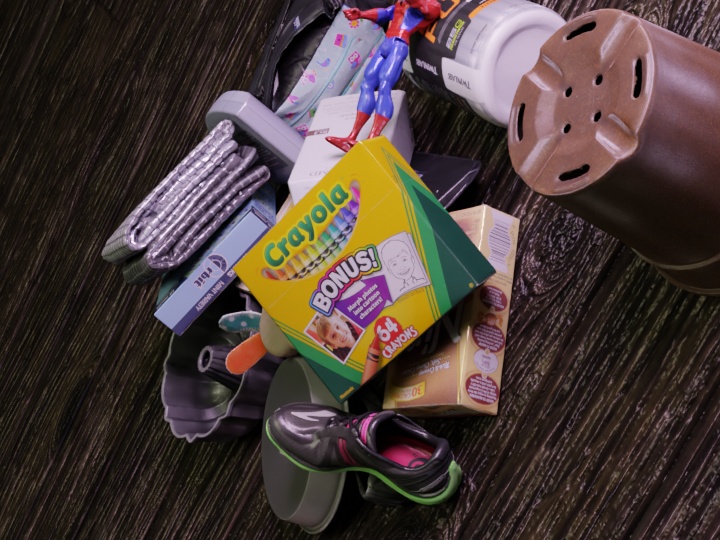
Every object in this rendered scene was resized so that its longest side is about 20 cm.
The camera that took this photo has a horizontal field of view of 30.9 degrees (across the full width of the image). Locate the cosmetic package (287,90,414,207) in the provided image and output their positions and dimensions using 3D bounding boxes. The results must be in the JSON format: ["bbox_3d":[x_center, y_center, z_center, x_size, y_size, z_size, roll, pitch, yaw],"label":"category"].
[{"bbox_3d":[-0.005,-0.114,1.366,0.101,0.074,0.200,-6,29,12],"label":"cosmetic package"}]

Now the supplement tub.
[{"bbox_3d":[0.117,-0.225,1.321,0.200,0.122,0.123,36,104,54],"label":"supplement tub"}]

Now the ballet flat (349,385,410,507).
[{"bbox_3d":[-0.001,0.169,1.353,0.067,0.057,0.200,-63,35,18],"label":"ballet flat"}]

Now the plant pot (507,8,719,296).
[{"bbox_3d":[0.236,-0.100,1.033,0.200,0.198,0.201,-27,54,46],"label":"plant pot"}]

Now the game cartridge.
[{"bbox_3d":[-0.122,-0.159,1.562,0.041,0.133,0.200,-57,14,-9],"label":"game cartridge"}]

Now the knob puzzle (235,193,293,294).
[{"bbox_3d":[-0.041,-0.042,1.479,0.219,0.030,0.220,-23,44,24],"label":"knob puzzle"}]

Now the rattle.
[{"bbox_3d":[-0.050,0.034,1.413,0.130,0.143,0.200,45,131,13],"label":"rattle"}]

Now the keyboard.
[{"bbox_3d":[0.043,-0.079,1.383,0.127,0.021,0.200,-42,21,-12],"label":"keyboard"}]

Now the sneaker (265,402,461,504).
[{"bbox_3d":[0.004,0.160,1.259,0.199,0.084,0.077,12,48,17],"label":"sneaker"}]

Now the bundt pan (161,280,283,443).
[{"bbox_3d":[-0.158,0.115,1.577,0.202,0.076,0.203,-27,54,45],"label":"bundt pan"}]

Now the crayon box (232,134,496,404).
[{"bbox_3d":[0.000,0.000,1.248,0.200,0.058,0.173,-43,84,29],"label":"crayon box"}]

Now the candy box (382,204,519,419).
[{"bbox_3d":[0.090,0.043,1.289,0.115,0.055,0.201,-11,64,51],"label":"candy box"}]

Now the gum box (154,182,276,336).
[{"bbox_3d":[-0.174,-0.027,1.582,0.170,0.045,0.200,-45,17,11],"label":"gum box"}]

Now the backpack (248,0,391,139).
[{"bbox_3d":[-0.048,-0.253,1.558,0.200,0.126,0.167,-62,22,11],"label":"backpack"}]

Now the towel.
[{"bbox_3d":[-0.207,-0.072,1.544,0.200,0.086,0.166,-48,9,-17],"label":"towel"}]

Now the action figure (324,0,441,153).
[{"bbox_3d":[0.012,-0.221,1.265,0.065,0.099,0.200,18,79,53],"label":"action figure"}]

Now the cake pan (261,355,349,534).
[{"bbox_3d":[-0.064,0.181,1.402,0.200,0.037,0.201,-175,90,-69],"label":"cake pan"}]
